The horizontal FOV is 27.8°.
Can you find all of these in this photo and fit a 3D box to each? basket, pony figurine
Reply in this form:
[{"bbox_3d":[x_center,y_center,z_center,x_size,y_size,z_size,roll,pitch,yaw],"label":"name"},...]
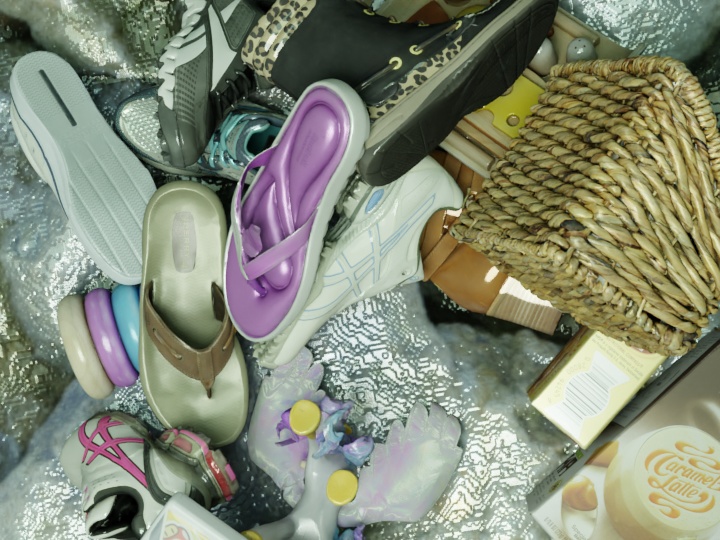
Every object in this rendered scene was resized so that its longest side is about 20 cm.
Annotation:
[{"bbox_3d":[0.176,-0.040,0.942,0.143,0.200,0.149,34,86,-15],"label":"basket"},{"bbox_3d":[-0.026,0.157,1.070,0.166,0.200,0.193,21,76,10],"label":"pony figurine"}]

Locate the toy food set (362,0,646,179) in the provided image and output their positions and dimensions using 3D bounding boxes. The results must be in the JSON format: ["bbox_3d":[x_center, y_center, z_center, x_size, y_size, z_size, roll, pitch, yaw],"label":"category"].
[{"bbox_3d":[0.089,-0.164,1.080,0.200,0.060,0.144,38,82,22],"label":"toy food set"}]

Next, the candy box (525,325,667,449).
[{"bbox_3d":[0.207,0.036,1.071,0.055,0.115,0.200,42,93,3],"label":"candy box"}]

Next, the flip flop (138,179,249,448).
[{"bbox_3d":[-0.122,0.035,1.059,0.081,0.058,0.200,-3,100,-10],"label":"flip flop"}]

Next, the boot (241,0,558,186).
[{"bbox_3d":[0.028,-0.165,1.028,0.151,0.073,0.200,39,75,25],"label":"boot"}]

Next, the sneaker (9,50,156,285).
[{"bbox_3d":[-0.211,-0.075,1.130,0.073,0.071,0.200,-23,78,-22],"label":"sneaker"}]

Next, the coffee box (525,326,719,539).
[{"bbox_3d":[0.235,0.150,1.086,0.200,0.080,0.114,-43,87,3],"label":"coffee box"}]

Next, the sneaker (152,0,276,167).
[{"bbox_3d":[-0.097,-0.152,1.073,0.090,0.200,0.067,1,134,7],"label":"sneaker"}]

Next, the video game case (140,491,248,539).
[{"bbox_3d":[-0.090,0.272,0.967,0.200,0.023,0.182,36,108,0],"label":"video game case"}]

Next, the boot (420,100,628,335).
[{"bbox_3d":[0.114,-0.066,1.109,0.155,0.077,0.200,25,99,8],"label":"boot"}]

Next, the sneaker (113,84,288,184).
[{"bbox_3d":[-0.095,-0.104,1.112,0.200,0.086,0.078,13,90,5],"label":"sneaker"}]

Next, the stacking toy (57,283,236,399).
[{"bbox_3d":[-0.128,0.028,1.123,0.200,0.085,0.085,-20,88,-2],"label":"stacking toy"}]

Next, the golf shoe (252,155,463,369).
[{"bbox_3d":[0.000,0.000,1.063,0.097,0.078,0.200,30,102,-21],"label":"golf shoe"}]

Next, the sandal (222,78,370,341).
[{"bbox_3d":[-0.060,-0.041,0.989,0.082,0.050,0.203,40,120,32],"label":"sandal"}]

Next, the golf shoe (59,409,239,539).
[{"bbox_3d":[-0.179,0.155,1.069,0.092,0.200,0.073,-38,111,-31],"label":"golf shoe"}]
